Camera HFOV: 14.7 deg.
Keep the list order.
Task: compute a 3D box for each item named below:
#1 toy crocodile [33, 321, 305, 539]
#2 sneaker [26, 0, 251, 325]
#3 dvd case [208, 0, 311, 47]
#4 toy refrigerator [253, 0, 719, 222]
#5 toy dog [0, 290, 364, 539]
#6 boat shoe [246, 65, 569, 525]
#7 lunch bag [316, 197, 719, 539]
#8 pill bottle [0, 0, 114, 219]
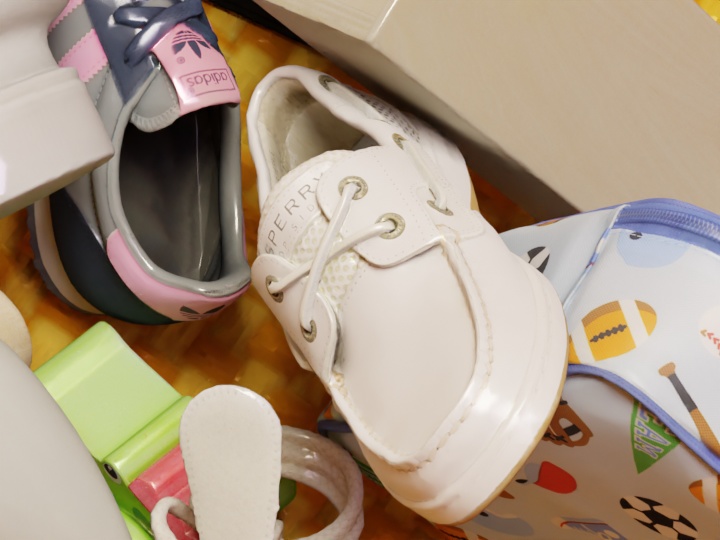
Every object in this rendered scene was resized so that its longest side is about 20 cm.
[{"bbox_3d":[-0.031,0.101,0.854,0.067,0.062,0.200,-33,81,-24],"label":"toy crocodile"},{"bbox_3d":[-0.067,-0.080,0.856,0.070,0.082,0.200,-20,108,-34],"label":"sneaker"},{"bbox_3d":[-0.023,-0.180,0.987,0.142,0.018,0.200,24,65,-6],"label":"dvd case"},{"bbox_3d":[0.057,-0.065,0.873,0.200,0.070,0.076,34,85,-45],"label":"toy refrigerator"},{"bbox_3d":[-0.074,0.062,0.763,0.200,0.096,0.132,18,54,-13],"label":"toy dog"},{"bbox_3d":[0.000,0.000,0.774,0.069,0.200,0.071,35,102,-25],"label":"boat shoe"},{"bbox_3d":[0.088,0.055,0.830,0.160,0.200,0.076,36,69,-19],"label":"lunch bag"},{"bbox_3d":[-0.149,-0.105,0.797,0.111,0.111,0.200,-26,92,-23],"label":"pill bottle"}]
